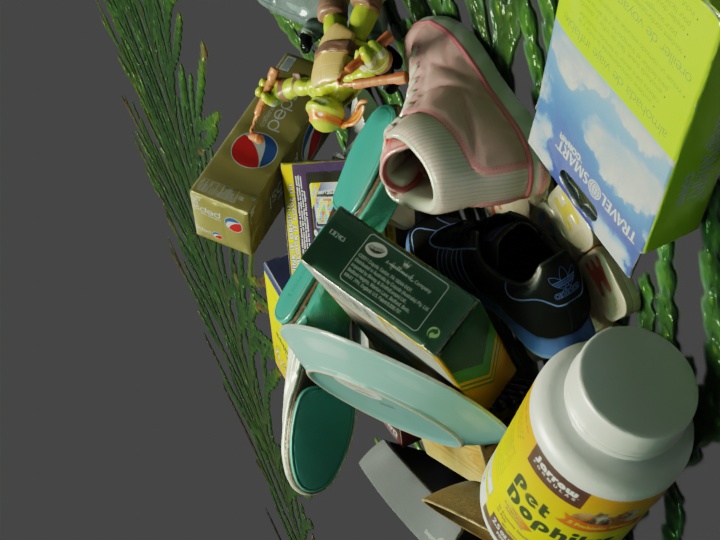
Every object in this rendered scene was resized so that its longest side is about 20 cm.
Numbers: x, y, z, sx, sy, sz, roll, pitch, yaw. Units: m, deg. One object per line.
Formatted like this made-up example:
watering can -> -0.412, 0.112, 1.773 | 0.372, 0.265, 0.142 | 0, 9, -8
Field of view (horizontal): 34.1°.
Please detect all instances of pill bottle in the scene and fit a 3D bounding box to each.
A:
pill bottle -> 0.153, 0.121, 0.788 | 0.110, 0.108, 0.201 | 60, 156, 26

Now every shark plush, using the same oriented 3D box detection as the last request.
shark plush -> -0.020, -0.202, 1.001 | 0.201, 0.082, 0.091 | 59, 162, 28

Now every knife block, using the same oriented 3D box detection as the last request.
knife block -> 0.124, 0.157, 1.028 | 0.201, 0.063, 0.177 | 92, 153, -52

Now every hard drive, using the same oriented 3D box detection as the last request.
hard drive -> 0.090, 0.228, 1.140 | 0.043, 0.133, 0.200 | -67, 27, 8

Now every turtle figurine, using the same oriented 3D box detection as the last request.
turtle figurine -> -0.008, -0.171, 0.901 | 0.199, 0.064, 0.164 | -11, 62, 54

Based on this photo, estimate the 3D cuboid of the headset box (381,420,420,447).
headset box -> 0.032, 0.067, 1.195 | 0.149, 0.074, 0.202 | 50, 156, 47

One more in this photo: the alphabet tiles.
alphabet tiles -> 0.142, 0.006, 0.865 | 0.198, 0.014, 0.200 | 66, 164, 9

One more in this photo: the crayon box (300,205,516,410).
crayon box -> 0.044, 0.040, 0.868 | 0.125, 0.052, 0.200 | 35, 171, 25

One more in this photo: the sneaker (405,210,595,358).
sneaker -> 0.094, -0.012, 0.849 | 0.199, 0.070, 0.079 | 32, 147, 50

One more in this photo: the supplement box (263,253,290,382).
supplement box -> -0.037, 0.069, 1.361 | 0.110, 0.108, 0.201 | 56, 160, 34

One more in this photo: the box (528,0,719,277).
box -> 0.150, -0.103, 0.632 | 0.123, 0.047, 0.201 | 60, 162, 30

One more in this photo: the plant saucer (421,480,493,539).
plant saucer -> 0.144, 0.218, 0.949 | 0.198, 0.036, 0.200 | 28, 169, 6

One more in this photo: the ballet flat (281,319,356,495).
ballet flat -> -0.040, 0.091, 1.025 | 0.069, 0.068, 0.203 | -161, 73, -69

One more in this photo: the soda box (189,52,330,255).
soda box -> -0.088, -0.115, 1.138 | 0.063, 0.201, 0.068 | 21, 147, 14

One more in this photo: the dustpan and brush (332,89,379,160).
dustpan and brush -> 0.018, -0.061, 1.093 | 0.201, 0.057, 0.140 | 55, 155, 26

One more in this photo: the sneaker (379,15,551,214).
sneaker -> 0.048, -0.113, 0.844 | 0.076, 0.103, 0.201 | 84, 163, -44

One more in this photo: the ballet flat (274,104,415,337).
ballet flat -> 0.002, -0.032, 0.935 | 0.202, 0.070, 0.067 | -63, 28, 8

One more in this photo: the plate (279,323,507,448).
plate -> 0.023, 0.097, 0.907 | 0.198, 0.026, 0.200 | 25, 168, 6

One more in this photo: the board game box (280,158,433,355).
board game box -> 0.000, 0.000, 1.044 | 0.164, 0.056, 0.203 | 5, 102, 57
